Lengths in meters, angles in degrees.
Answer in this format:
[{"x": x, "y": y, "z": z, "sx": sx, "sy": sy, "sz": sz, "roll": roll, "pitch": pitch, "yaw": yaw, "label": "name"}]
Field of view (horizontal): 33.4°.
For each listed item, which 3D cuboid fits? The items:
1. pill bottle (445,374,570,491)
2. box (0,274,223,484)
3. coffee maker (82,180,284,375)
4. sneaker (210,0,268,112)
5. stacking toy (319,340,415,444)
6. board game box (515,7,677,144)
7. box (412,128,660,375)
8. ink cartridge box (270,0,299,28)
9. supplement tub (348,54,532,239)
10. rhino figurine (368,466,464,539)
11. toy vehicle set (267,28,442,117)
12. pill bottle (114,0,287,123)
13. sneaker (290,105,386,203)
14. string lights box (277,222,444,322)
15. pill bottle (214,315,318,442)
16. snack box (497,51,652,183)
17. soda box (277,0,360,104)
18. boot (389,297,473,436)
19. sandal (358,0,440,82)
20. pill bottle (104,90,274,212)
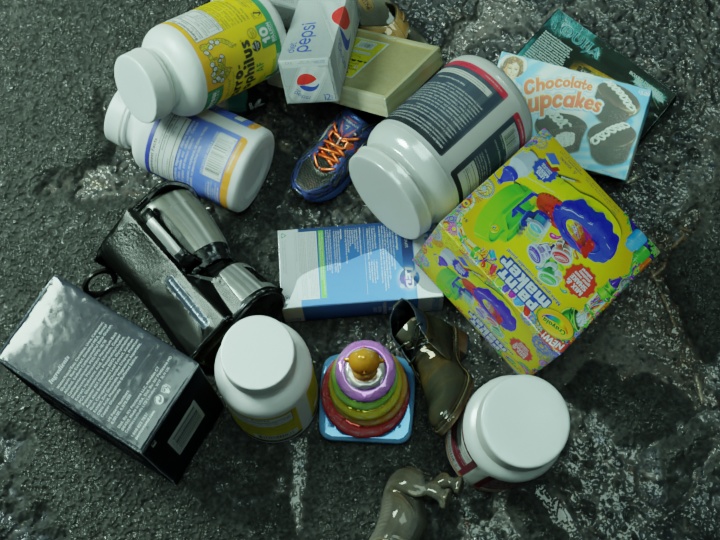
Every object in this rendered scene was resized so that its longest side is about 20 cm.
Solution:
[{"x": 0.162, "y": 0.179, "z": 1.324, "sx": 0.112, "sy": 0.200, "sz": 0.116, "roll": 1, "pitch": 75, "yaw": -5, "label": "pill bottle"}, {"x": -0.276, "y": 0.128, "z": 1.361, "sx": 0.198, "sy": 0.197, "sz": 0.118, "roll": 29, "pitch": 74, "yaw": 11, "label": "box"}, {"x": -0.213, "y": 0.028, "z": 1.438, "sx": 0.200, "sy": 0.134, "sz": 0.193, "roll": 48, "pitch": 119, "yaw": 21, "label": "coffee maker"}, {"x": -0.157, "y": -0.303, "z": 1.584, "sx": 0.079, "sy": 0.071, "sz": 0.203, "roll": -2, "pitch": 77, "yaw": -1, "label": "sneaker"}, {"x": 0.005, "y": 0.121, "z": 1.355, "sx": 0.114, "sy": 0.200, "sz": 0.112, "roll": 2, "pitch": 70, "yaw": 3, "label": "stacking toy"}, {"x": 0.294, "y": -0.236, "z": 1.565, "sx": 0.199, "sy": 0.028, "sz": 0.135, "roll": 40, "pitch": 76, "yaw": 15, "label": "board game box"}, {"x": 0.204, "y": -0.017, "z": 1.410, "sx": 0.192, "sy": 0.122, "sz": 0.200, "roll": -41, "pitch": 84, "yaw": -23, "label": "box"}, {"x": -0.161, "y": -0.426, "z": 1.578, "sx": 0.172, "sy": 0.043, "sz": 0.203, "roll": 8, "pitch": 59, "yaw": -38, "label": "ink cartridge box"}, {"x": 0.097, "y": -0.148, "z": 1.435, "sx": 0.200, "sy": 0.141, "sz": 0.140, "roll": -42, "pitch": 74, "yaw": -18, "label": "supplement tub"}, {"x": 0.046, "y": 0.316, "z": 1.358, "sx": 0.086, "sy": 0.060, "sz": 0.202, "roll": 12, "pitch": 71, "yaw": 26, "label": "rhino figurine"}, {"x": -0.010, "y": -0.260, "z": 1.523, "sx": 0.198, "sy": 0.027, "sz": 0.124, "roll": 20, "pitch": 50, "yaw": 33, "label": "toy vehicle set"}, {"x": -0.192, "y": -0.254, "z": 1.444, "sx": 0.199, "sy": 0.113, "sz": 0.113, "roll": -32, "pitch": 71, "yaw": -34, "label": "pill bottle"}, {"x": -0.019, "y": -0.171, "z": 1.525, "sx": 0.075, "sy": 0.079, "sz": 0.201, "roll": 36, "pitch": 75, "yaw": 14, "label": "sneaker"}, {"x": 0.000, "y": 0.000, "z": 1.473, "sx": 0.196, "sy": 0.059, "sz": 0.104, "roll": -4, "pitch": 70, "yaw": 0, "label": "string lights box"}, {"x": -0.106, "y": 0.121, "z": 1.358, "sx": 0.109, "sy": 0.200, "sz": 0.113, "roll": 0, "pitch": 70, "yaw": 1, "label": "pill bottle"}, {"x": 0.256, "y": -0.194, "z": 1.516, "sx": 0.197, "sy": 0.037, "sz": 0.118, "roll": 17, "pitch": 90, "yaw": 16, "label": "snack box"}, {"x": -0.048, "y": -0.290, "z": 1.497, "sx": 0.067, "sy": 0.064, "sz": 0.201, "roll": -2, "pitch": 41, "yaw": 12, "label": "soda box"}, {"x": 0.071, "y": 0.107, "z": 1.367, "sx": 0.096, "sy": 0.201, "sz": 0.075, "roll": 36, "pitch": 112, "yaw": -12, "label": "boot"}, {"x": 0.034, "y": -0.328, "z": 1.592, "sx": 0.081, "sy": 0.055, "sz": 0.202, "roll": -27, "pitch": 72, "yaw": -8, "label": "sandal"}, {"x": -0.217, "y": -0.162, "z": 1.510, "sx": 0.198, "sy": 0.112, "sz": 0.113, "roll": 25, "pitch": 73, "yaw": 11, "label": "pill bottle"}]
